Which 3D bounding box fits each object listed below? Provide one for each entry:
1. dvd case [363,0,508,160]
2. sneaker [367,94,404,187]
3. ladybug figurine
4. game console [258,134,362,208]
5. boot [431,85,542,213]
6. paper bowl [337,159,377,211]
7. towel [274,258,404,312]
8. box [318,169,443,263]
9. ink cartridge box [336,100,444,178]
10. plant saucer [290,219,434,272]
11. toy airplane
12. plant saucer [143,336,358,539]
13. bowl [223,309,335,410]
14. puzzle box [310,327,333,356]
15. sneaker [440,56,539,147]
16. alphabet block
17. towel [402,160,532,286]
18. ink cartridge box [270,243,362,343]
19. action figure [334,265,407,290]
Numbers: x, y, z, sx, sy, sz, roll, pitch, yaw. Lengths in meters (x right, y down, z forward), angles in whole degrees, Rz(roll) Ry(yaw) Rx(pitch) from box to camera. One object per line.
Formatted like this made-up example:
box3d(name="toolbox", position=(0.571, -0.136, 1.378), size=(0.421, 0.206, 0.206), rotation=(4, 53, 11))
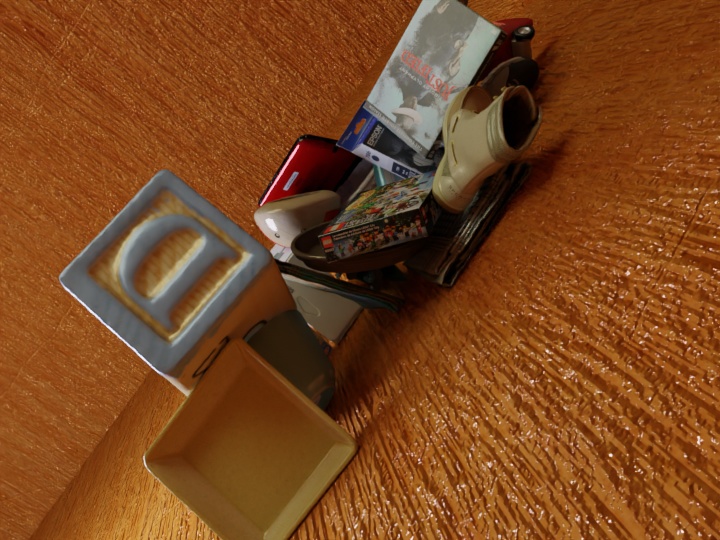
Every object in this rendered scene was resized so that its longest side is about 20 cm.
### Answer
box3d(name="dvd case", position=(0.101, -0.279, 1.253), size=(0.022, 0.146, 0.201), rotation=(3, -55, -51))
box3d(name="sneaker", position=(0.081, -0.190, 1.389), size=(0.080, 0.129, 0.202), rotation=(88, 171, -74))
box3d(name="ladybug figurine", position=(-0.094, -0.082, 1.405), size=(0.134, 0.073, 0.200), rotation=(-10, 8, 14))
box3d(name="game console", position=(-0.069, -0.188, 1.505), size=(0.200, 0.171, 0.120), rotation=(-50, 42, 47))
box3d(name="boot", position=(0.163, -0.184, 1.109), size=(0.155, 0.072, 0.202), rotation=(-43, 25, 52))
box3d(name="paper bowl", position=(0.031, -0.132, 1.524), size=(0.201, 0.104, 0.201), rotation=(-51, 13, 16))
box3d(name="towel", position=(-0.052, 0.020, 1.247), size=(0.146, 0.198, 0.022), rotation=(178, 109, -73))
box3d(name="box", position=(0.038, -0.075, 1.159), size=(0.135, 0.038, 0.200), rotation=(-14, 16, 19))
box3d(name="ink cartridge box", position=(0.072, -0.189, 1.324), size=(0.100, 0.198, 0.039), rotation=(-61, -9, -25))
box3d(name="plant saucer", position=(0.004, -0.039, 1.211), size=(0.197, 0.030, 0.200), rotation=(-9, 19, 3))
box3d(name="toy airplane", position=(0.155, -0.320, 1.351), size=(0.141, 0.198, 0.201), rotation=(45, 114, 43))
box3d(name="plant saucer", position=(-0.128, 0.215, 1.068), size=(0.201, 0.199, 0.048), rotation=(-52, -10, 8))
box3d(name="bowl", position=(-0.108, 0.164, 1.181), size=(0.201, 0.105, 0.201), rotation=(-47, -16, -17))
box3d(name="puzzle box", position=(-0.134, 0.160, 1.313), size=(0.025, 0.133, 0.201), rotation=(2, 55, 50))
box3d(name="sneaker", position=(0.202, -0.222, 1.269), size=(0.199, 0.075, 0.115), rotation=(-37, 43, -9))
box3d(name="alphabet block", position=(-0.219, 0.030, 1.124), size=(0.196, 0.196, 0.200), rotation=(-47, -17, -12))
box3d(name="towel", position=(0.132, -0.073, 1.175), size=(0.193, 0.034, 0.200), rotation=(-55, 14, -2))
box3d(name="ink cartridge box", position=(-0.088, 0.032, 1.440), size=(0.084, 0.145, 0.200), rotation=(-53, 14, -4))
box3d(name="action figure", position=(0.000, 0.000, 1.353), size=(0.200, 0.117, 0.055), rotation=(-161, 96, -85))
